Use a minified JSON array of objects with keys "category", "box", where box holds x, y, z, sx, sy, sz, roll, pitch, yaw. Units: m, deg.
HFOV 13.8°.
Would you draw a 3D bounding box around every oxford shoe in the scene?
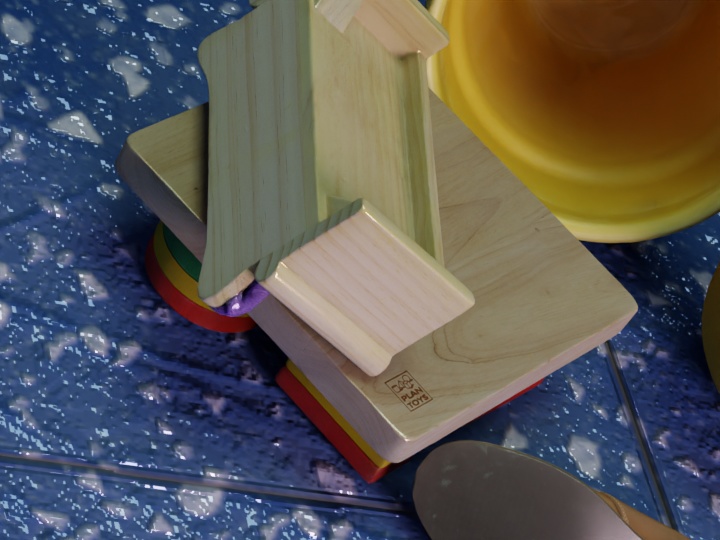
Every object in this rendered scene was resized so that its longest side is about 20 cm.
[{"category":"oxford shoe","box":[0.112,0.138,1.395,0.199,0.072,0.071,30,10,-6]}]

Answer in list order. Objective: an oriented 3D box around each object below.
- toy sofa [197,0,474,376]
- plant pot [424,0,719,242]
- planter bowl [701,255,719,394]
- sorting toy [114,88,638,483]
[{"category":"toy sofa","box":[-0.013,-0.049,1.373,0.083,0.097,0.201,40,30,-34]},{"category":"plant pot","box":[0.135,-0.141,1.605,0.200,0.201,0.189,28,22,-7]},{"category":"planter bowl","box":[0.238,0.034,1.544,0.200,0.083,0.202,18,60,-34]},{"category":"sorting toy","box":[0.000,0.000,1.439,0.199,0.070,0.200,46,40,15]}]
